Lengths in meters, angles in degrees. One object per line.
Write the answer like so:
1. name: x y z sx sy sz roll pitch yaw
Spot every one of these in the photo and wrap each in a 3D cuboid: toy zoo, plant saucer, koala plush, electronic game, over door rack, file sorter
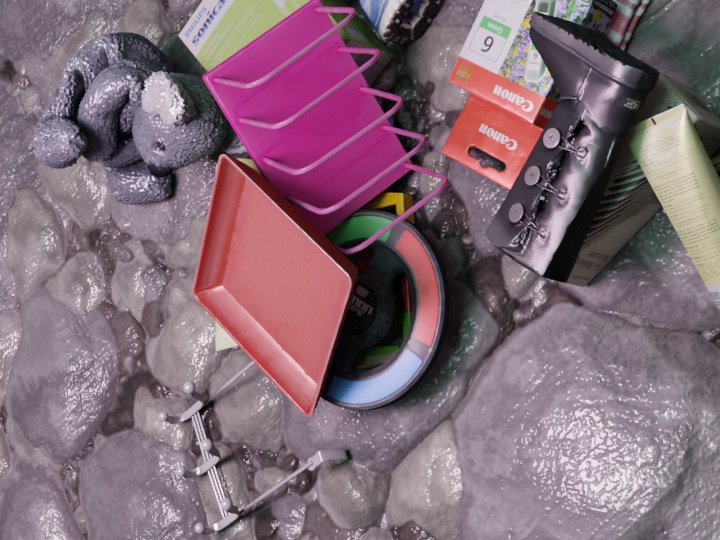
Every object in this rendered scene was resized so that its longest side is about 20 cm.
1. toy zoo: 0.000 0.000 1.543 0.131 0.020 0.201 -10 77 35
2. plant saucer: -0.081 0.011 1.474 0.200 0.037 0.201 44 139 26
3. koala plush: -0.223 -0.172 1.648 0.199 0.177 0.185 9 78 41
4. electronic game: 0.004 0.039 1.496 0.199 0.042 0.201 -6 79 36
5. over door rack: -0.125 0.173 1.582 0.200 0.066 0.148 -33 66 28
6. file sorter: -0.026 -0.135 1.428 0.139 0.200 0.125 -37 23 -14

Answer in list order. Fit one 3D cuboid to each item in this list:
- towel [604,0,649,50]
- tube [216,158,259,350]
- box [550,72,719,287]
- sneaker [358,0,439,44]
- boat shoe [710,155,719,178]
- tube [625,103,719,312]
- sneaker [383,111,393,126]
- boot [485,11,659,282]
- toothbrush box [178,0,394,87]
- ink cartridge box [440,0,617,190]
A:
1. towel: 0.193 -0.244 1.432 0.146 0.030 0.201 35 103 34
2. tube: -0.129 -0.018 1.606 0.052 0.058 0.201 0 73 -9
3. box: 0.232 -0.080 1.348 0.200 0.082 0.068 -50 59 22
4. sneaker: 0.060 -0.333 1.515 0.089 0.078 0.200 47 111 29
5. boat shoe: 0.365 -0.112 1.261 0.200 0.071 0.063 -41 65 32
6. tube: 0.292 -0.042 1.262 0.058 0.052 0.201 -29 95 14
7. sneaker: -0.054 -0.103 1.540 0.200 0.078 0.070 -53 26 3
8. boot: 0.166 -0.111 1.319 0.165 0.065 0.201 50 126 54
9. toothbrush box: -0.082 -0.241 1.601 0.146 0.086 0.200 -52 58 19
10. ink cartridge box: 0.146 -0.185 1.410 0.109 0.050 0.201 32 100 32
